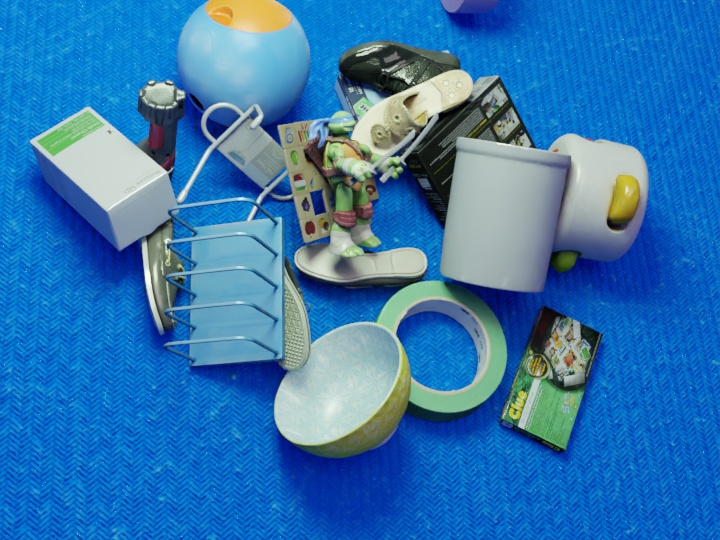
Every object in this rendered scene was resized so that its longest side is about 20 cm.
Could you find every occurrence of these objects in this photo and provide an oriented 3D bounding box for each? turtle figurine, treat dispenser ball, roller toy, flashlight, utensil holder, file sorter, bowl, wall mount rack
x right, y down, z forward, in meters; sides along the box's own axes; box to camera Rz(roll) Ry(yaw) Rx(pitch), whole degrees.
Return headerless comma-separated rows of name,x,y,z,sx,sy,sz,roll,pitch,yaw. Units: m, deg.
turtle figurine,0.020,-0.121,1.485,0.198,0.144,0.196,0,108,-7
treat dispenser ball,-0.173,-0.312,1.574,0.199,0.201,0.203,5,65,-11
roller toy,0.353,-0.110,1.610,0.138,0.201,0.184,9,50,-9
flashlight,-0.292,-0.194,1.494,0.068,0.200,0.068,39,65,8
utensil holder,0.208,-0.082,1.536,0.168,0.170,0.202,7,97,-10
file sorter,-0.187,0.017,1.426,0.137,0.123,0.202,-6,74,16
bowl,-0.007,0.180,1.430,0.108,0.199,0.201,52,56,-36
wall mount rack,-0.168,-0.138,1.532,0.174,0.075,0.200,-42,123,10

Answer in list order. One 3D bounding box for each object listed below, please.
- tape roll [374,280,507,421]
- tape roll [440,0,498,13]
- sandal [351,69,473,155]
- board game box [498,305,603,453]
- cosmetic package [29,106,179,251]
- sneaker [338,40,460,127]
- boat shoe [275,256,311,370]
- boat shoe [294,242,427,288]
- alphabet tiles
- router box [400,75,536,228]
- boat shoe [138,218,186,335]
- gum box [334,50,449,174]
tape roll,0.112,0.116,1.532,0.198,0.048,0.202,5,66,-11
tape roll,0.183,-0.531,1.754,0.065,0.200,0.202,-3,67,-14
sandal,0.073,-0.239,1.563,0.211,0.070,0.078,-31,84,-2
board game box,0.284,0.159,1.566,0.104,0.023,0.201,27,63,-2
cosmetic package,-0.359,-0.130,1.480,0.107,0.085,0.199,-38,55,-25
sneaker,0.064,-0.289,1.637,0.197,0.076,0.115,7,58,-16
boat shoe,-0.109,0.050,1.494,0.074,0.062,0.201,-30,62,16
boat shoe,0.000,0.000,1.561,0.198,0.057,0.067,2,63,-6
alphabet tiles,-0.040,-0.140,1.556,0.199,0.007,0.169,-19,98,-53
router box,0.172,-0.181,1.631,0.200,0.051,0.150,-44,116,-22
boat shoe,-0.277,-0.008,1.485,0.060,0.072,0.203,-9,65,-11
gum box,0.081,-0.254,1.693,0.198,0.045,0.171,-16,71,-20
